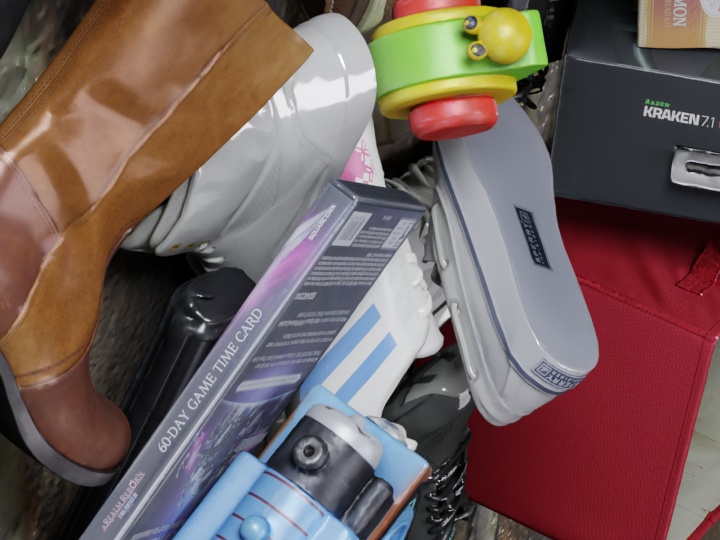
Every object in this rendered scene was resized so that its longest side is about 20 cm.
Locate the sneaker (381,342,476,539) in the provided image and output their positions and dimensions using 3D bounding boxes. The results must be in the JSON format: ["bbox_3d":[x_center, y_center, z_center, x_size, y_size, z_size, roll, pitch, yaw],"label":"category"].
[{"bbox_3d":[0.034,0.104,1.428,0.075,0.079,0.200,-39,171,-28],"label":"sneaker"}]

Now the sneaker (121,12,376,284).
[{"bbox_3d":[-0.071,-0.024,1.195,0.115,0.074,0.201,-20,145,-33],"label":"sneaker"}]

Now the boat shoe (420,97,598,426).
[{"bbox_3d":[0.059,-0.016,1.325,0.073,0.201,0.065,24,130,-34],"label":"boat shoe"}]

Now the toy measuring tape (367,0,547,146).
[{"bbox_3d":[0.023,-0.089,1.268,0.074,0.073,0.200,-56,-167,-21],"label":"toy measuring tape"}]

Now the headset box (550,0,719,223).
[{"bbox_3d":[0.200,-0.111,1.472,0.200,0.173,0.093,-74,172,-53],"label":"headset box"}]

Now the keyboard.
[{"bbox_3d":[0.084,-0.138,1.433,0.200,0.039,0.105,-23,127,-77],"label":"keyboard"}]

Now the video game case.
[{"bbox_3d":[-0.047,0.047,1.177,0.200,0.019,0.143,-54,170,7],"label":"video game case"}]

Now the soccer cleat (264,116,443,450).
[{"bbox_3d":[0.000,0.000,1.295,0.070,0.086,0.201,-119,-147,-69],"label":"soccer cleat"}]

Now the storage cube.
[{"bbox_3d":[0.149,0.044,1.580,0.171,0.179,0.201,-35,142,-50],"label":"storage cube"}]

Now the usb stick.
[{"bbox_3d":[-0.096,0.078,1.203,0.055,0.033,0.200,-38,161,-51],"label":"usb stick"}]

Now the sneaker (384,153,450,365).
[{"bbox_3d":[0.033,-0.028,1.388,0.201,0.075,0.116,-51,155,-27],"label":"sneaker"}]

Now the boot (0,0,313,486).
[{"bbox_3d":[-0.095,-0.024,1.082,0.200,0.068,0.188,-50,137,-6],"label":"boot"}]

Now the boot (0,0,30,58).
[{"bbox_3d":[-0.083,-0.137,0.925,0.079,0.157,0.212,2,110,-65],"label":"boot"}]

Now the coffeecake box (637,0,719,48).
[{"bbox_3d":[0.181,-0.239,1.400,0.154,0.073,0.201,87,6,-49],"label":"coffeecake box"}]

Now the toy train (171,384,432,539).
[{"bbox_3d":[-0.048,0.142,1.210,0.200,0.087,0.114,-51,164,-9],"label":"toy train"}]

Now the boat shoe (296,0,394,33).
[{"bbox_3d":[-0.025,-0.174,1.155,0.075,0.075,0.203,-18,144,-17],"label":"boat shoe"}]
